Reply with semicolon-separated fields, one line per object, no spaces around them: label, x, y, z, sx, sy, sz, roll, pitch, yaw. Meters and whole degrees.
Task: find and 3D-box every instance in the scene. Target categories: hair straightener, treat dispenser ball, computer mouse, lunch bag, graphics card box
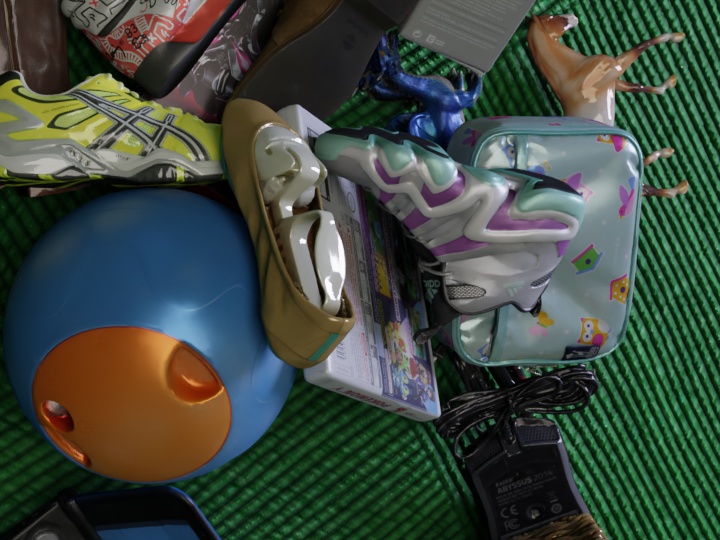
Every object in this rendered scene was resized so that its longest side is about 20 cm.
hair straightener;0.087;0.061;1.122;0.077;0.041;0.200;-29;108;-21
treat dispenser ball;-0.141;0.044;0.920;0.201;0.201;0.201;-1;93;-25
computer mouse;0.140;0.170;1.124;0.138;0.053;0.200;-16;112;-2
lunch bag;0.133;-0.018;1.054;0.160;0.077;0.200;-1;104;-22
graphics card box;-0.087;-0.151;1.019;0.125;0.051;0.200;35;77;-21

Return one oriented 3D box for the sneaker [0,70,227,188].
sneaker;-0.156;-0.094;0.912;0.200;0.075;0.077;1;87;-22

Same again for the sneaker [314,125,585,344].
sneaker;0.049;-0.016;0.960;0.200;0.078;0.140;16;104;-8

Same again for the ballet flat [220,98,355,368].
ballet flat;-0.040;-0.036;0.871;0.069;0.063;0.200;6;60;-41

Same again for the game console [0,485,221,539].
game console;-0.163;0.259;0.954;0.171;0.118;0.200;-38;114;-17

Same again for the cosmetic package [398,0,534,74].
cosmetic package;0.104;-0.263;1.006;0.090;0.107;0.200;22;127;-23

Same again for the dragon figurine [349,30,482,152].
dragon figurine;0.056;-0.102;1.082;0.099;0.059;0.200;-24;107;-21

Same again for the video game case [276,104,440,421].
video game case;0.000;0.000;0.990;0.182;0.023;0.200;28;50;-59

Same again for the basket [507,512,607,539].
basket;0.124;0.304;1.057;0.200;0.143;0.149;-19;100;1

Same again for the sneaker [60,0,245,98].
sneaker;-0.120;-0.229;0.949;0.108;0.067;0.201;39;82;-3

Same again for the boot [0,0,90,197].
boot;-0.280;-0.144;0.922;0.186;0.064;0.200;-12;100;-35

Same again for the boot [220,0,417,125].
boot;-0.035;-0.172;0.986;0.200;0.075;0.074;-48;137;2

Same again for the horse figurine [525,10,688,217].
horse figurine;0.211;-0.124;1.155;0.132;0.050;0.200;-5;101;-12
